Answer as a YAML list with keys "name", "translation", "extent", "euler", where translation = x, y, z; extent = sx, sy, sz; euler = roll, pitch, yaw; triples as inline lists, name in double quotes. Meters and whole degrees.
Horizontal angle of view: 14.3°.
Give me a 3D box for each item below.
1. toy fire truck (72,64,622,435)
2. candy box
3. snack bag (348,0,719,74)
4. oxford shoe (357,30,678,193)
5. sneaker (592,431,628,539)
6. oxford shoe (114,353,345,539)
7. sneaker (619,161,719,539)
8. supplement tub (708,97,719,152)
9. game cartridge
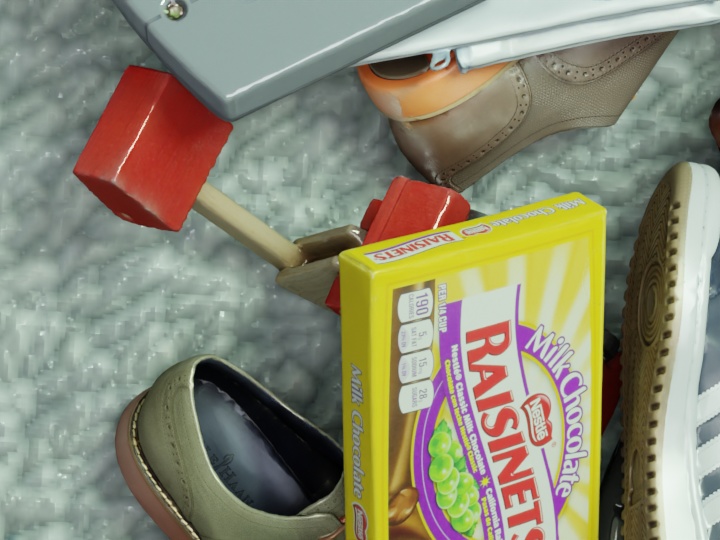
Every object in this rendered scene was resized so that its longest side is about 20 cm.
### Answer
- name: "toy fire truck"
  translation: [0.000, 0.000, 1.091]
  extent: [0.200, 0.141, 0.049]
  euler: [42, 69, -46]
- name: "candy box"
  translation: [0.042, 0.077, 1.039]
  extent: [0.102, 0.026, 0.200]
  euler: [-16, 118, -31]
- name: "snack bag"
  translation: [0.022, -0.161, 1.080]
  extent: [0.200, 0.021, 0.189]
  euler: [-12, 73, -1]
- name: "oxford shoe"
  translation: [0.095, -0.104, 1.118]
  extent: [0.200, 0.071, 0.073]
  euler: [-31, 126, -4]
- name: "sneaker"
  translation: [0.139, 0.047, 1.130]
  extent: [0.075, 0.079, 0.200]
  euler: [34, 73, -4]
- name: "oxford shoe"
  translation: [-0.012, 0.114, 1.096]
  extent: [0.200, 0.074, 0.071]
  euler: [43, 61, 0]
- name: "sneaker"
  translation: [0.154, 0.062, 1.051]
  extent: [0.108, 0.070, 0.200]
  euler: [3, 83, -8]
- name: "supplement tub"
  translation: [0.214, 0.007, 1.061]
  extent: [0.107, 0.107, 0.200]
  euler: [-26, 95, -2]
- name: "game cartridge"
  translation: [-0.049, -0.158, 1.054]
  extent: [0.133, 0.040, 0.200]
  euler: [-24, 73, -8]
